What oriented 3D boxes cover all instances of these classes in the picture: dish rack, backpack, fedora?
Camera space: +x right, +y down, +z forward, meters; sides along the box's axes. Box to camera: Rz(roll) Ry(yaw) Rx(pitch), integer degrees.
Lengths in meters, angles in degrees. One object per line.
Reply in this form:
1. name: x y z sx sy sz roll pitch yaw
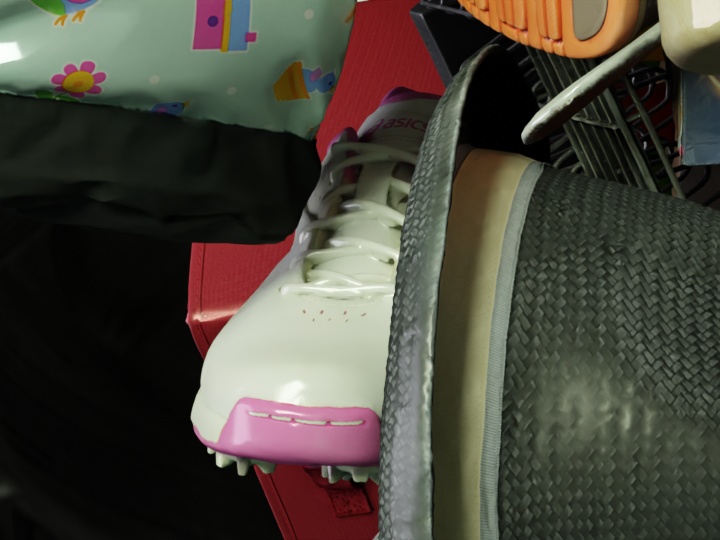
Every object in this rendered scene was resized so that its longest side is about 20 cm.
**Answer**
1. dish rack: 0.067 -0.050 0.810 0.154 0.054 0.200 62 174 -15
2. backpack: -0.062 -0.112 0.681 0.127 0.166 0.201 25 106 59
3. fedora: 0.064 0.037 0.653 0.201 0.091 0.201 1 -90 -79

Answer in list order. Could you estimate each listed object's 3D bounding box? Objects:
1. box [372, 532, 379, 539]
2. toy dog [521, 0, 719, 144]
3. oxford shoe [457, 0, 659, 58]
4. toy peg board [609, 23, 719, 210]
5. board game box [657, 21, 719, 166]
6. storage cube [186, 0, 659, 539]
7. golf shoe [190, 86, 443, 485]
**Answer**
1. box: 0.055 0.135 0.942 0.200 0.036 0.145 -45 -60 -48
2. toy dog: 0.052 -0.071 0.495 0.200 0.096 0.132 82 -172 -65
3. oxford shoe: 0.047 -0.117 0.683 0.200 0.073 0.072 -118 22 -52
4. toy peg board: 0.082 -0.118 0.989 0.200 0.097 0.200 85 -175 -48
5. board game box: 0.092 -0.144 0.667 0.136 0.034 0.201 -83 -9 -65
6. storage cube: 0.039 -0.004 1.151 0.171 0.179 0.200 69 -162 -45
7. golf shoe: 0.000 0.000 0.745 0.200 0.075 0.092 -50 -36 -74
